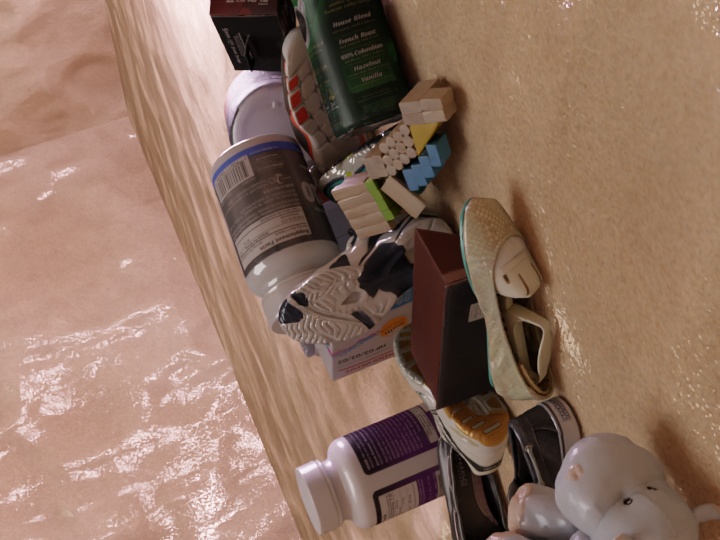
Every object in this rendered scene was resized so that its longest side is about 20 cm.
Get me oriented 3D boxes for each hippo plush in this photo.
[{"bbox_3d":[0.177,0.217,0.814,0.162,0.157,0.202,89,157,-52],"label":"hippo plush"}]

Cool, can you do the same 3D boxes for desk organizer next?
[{"bbox_3d":[0.095,0.041,1.076,0.202,0.071,0.078,89,159,-50],"label":"desk organizer"}]

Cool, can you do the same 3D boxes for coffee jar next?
[{"bbox_3d":[-0.015,-0.239,1.095,0.104,0.084,0.203,-164,55,-82],"label":"coffee jar"}]

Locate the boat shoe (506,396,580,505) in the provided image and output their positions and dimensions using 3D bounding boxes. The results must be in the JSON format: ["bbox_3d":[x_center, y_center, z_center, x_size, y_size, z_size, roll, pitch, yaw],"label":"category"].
[{"bbox_3d":[0.169,0.212,1.019,0.072,0.067,0.203,-129,25,-53],"label":"boat shoe"}]

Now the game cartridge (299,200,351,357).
[{"bbox_3d":[-0.042,0.009,1.402,0.041,0.131,0.202,-117,6,-54],"label":"game cartridge"}]

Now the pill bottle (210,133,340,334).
[{"bbox_3d":[-0.088,-0.040,1.227,0.114,0.112,0.203,107,144,-66],"label":"pill bottle"}]

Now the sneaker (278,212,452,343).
[{"bbox_3d":[0.000,0.000,1.150,0.080,0.198,0.130,52,180,-13],"label":"sneaker"}]

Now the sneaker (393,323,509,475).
[{"bbox_3d":[0.093,0.141,1.197,0.201,0.074,0.089,-123,20,-45],"label":"sneaker"}]

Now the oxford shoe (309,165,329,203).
[{"bbox_3d":[-0.040,-0.065,1.489,0.201,0.069,0.076,83,-167,-57],"label":"oxford shoe"}]

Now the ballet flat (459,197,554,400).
[{"bbox_3d":[0.136,0.025,0.954,0.062,0.067,0.203,11,128,41],"label":"ballet flat"}]

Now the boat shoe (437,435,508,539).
[{"bbox_3d":[0.131,0.276,1.238,0.057,0.066,0.204,139,115,-85],"label":"boat shoe"}]

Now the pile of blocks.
[{"bbox_3d":[0.049,-0.108,1.055,0.082,0.062,0.200,41,138,0],"label":"pile of blocks"}]

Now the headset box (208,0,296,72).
[{"bbox_3d":[-0.112,-0.319,1.182,0.149,0.076,0.204,69,-158,-78],"label":"headset box"}]

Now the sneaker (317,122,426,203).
[{"bbox_3d":[0.012,-0.095,1.193,0.081,0.077,0.200,60,160,-5],"label":"sneaker"}]

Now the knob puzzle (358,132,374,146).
[{"bbox_3d":[-0.009,-0.117,1.337,0.219,0.030,0.223,161,91,-75],"label":"knob puzzle"}]

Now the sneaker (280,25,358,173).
[{"bbox_3d":[-0.063,-0.191,1.219,0.082,0.077,0.202,39,156,35],"label":"sneaker"}]

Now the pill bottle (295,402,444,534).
[{"bbox_3d":[0.027,0.240,1.318,0.111,0.197,0.113,161,90,-75],"label":"pill bottle"}]

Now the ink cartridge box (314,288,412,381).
[{"bbox_3d":[0.003,0.063,1.349,0.201,0.113,0.068,92,155,-56],"label":"ink cartridge box"}]

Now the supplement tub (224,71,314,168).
[{"bbox_3d":[-0.113,-0.196,1.404,0.200,0.120,0.125,-114,9,-68],"label":"supplement tub"}]
